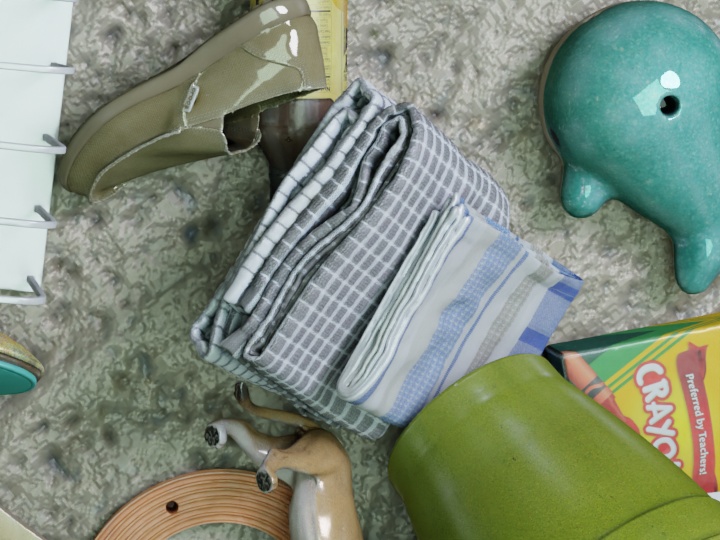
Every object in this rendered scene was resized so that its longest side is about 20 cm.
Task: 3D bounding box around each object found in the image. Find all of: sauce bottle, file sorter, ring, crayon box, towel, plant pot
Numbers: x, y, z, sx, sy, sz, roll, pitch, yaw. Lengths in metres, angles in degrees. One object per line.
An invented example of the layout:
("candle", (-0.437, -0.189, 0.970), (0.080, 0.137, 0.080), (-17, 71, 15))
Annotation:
("sauce bottle", (-0.040, -0.121, 1.714), (0.065, 0.065, 0.200), (0, 99, -12))
("file sorter", (-0.250, -0.086, 1.643), (0.139, 0.125, 0.200), (6, 95, -13))
("ring", (-0.095, 0.229, 1.767), (0.200, 0.019, 0.201), (-1, 97, -11))
("crayon box", (0.233, 0.095, 1.803), (0.200, 0.051, 0.127), (-12, 99, -10))
("towel", (0.000, 0.000, 1.679), (0.086, 0.166, 0.200), (32, 88, 30))
("towel", (0.067, 0.040, 1.709), (0.024, 0.200, 0.147), (31, 91, 31))
("plant pot", (0.120, 0.163, 1.689), (0.200, 0.200, 0.193), (-36, 63, -6))

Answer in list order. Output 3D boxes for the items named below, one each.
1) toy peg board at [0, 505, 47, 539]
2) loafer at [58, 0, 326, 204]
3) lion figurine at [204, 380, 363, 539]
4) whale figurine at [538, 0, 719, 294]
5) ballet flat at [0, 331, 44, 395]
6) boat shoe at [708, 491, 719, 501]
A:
("toy peg board", (-0.313, 0.215, 1.680), (0.199, 0.098, 0.200), (39, 88, -14))
("loafer", (-0.104, -0.095, 1.667), (0.200, 0.076, 0.067), (-35, 81, 21))
("lion figurine", (-0.027, 0.164, 1.727), (0.122, 0.072, 0.200), (-8, 92, -45))
("whale figurine", (0.204, -0.080, 1.747), (0.159, 0.104, 0.200), (-31, 102, -7))
("ballet flat", (-0.299, 0.040, 1.684), (0.200, 0.071, 0.071), (2, 97, -14))
("boat shoe", (0.270, 0.192, 1.784), (0.200, 0.064, 0.071), (1, 140, -18))
